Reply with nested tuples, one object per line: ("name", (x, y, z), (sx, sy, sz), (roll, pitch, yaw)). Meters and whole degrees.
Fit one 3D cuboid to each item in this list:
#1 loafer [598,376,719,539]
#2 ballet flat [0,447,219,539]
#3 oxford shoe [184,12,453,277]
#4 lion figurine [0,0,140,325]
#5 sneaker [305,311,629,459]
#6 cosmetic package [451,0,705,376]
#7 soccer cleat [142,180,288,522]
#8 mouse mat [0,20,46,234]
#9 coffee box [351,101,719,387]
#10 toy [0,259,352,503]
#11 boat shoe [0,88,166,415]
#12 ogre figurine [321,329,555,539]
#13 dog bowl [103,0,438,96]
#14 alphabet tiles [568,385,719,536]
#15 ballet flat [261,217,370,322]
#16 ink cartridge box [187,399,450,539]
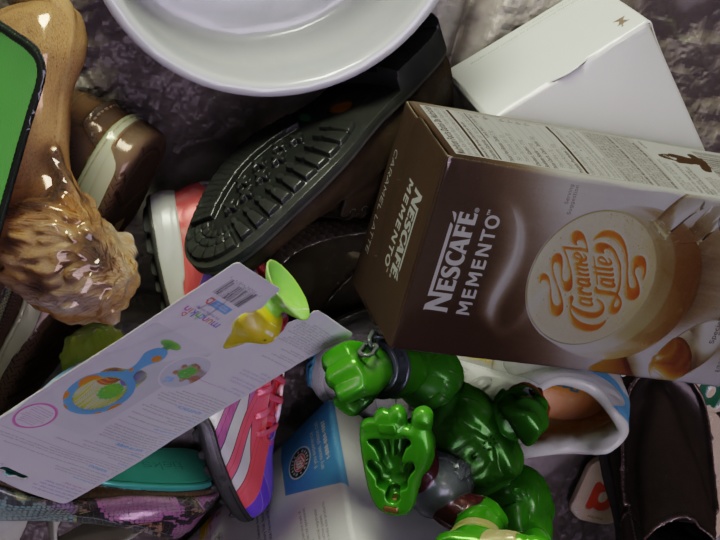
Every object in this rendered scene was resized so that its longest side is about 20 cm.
("loafer", (0.195, 0.149, 1.067), (0.073, 0.071, 0.200), (1, 77, -15))
("ballet flat", (-0.178, 0.132, 1.011), (0.200, 0.069, 0.071), (12, 115, -32))
("oxford shoe", (-0.012, -0.051, 0.935), (0.200, 0.073, 0.085), (-43, 130, -25))
("lion figurine", (-0.166, -0.073, 0.860), (0.072, 0.122, 0.200), (-17, 108, -50))
("sneaker", (0.067, 0.068, 1.044), (0.200, 0.081, 0.077), (4, 115, -8))
("cosmetic package", (0.146, -0.051, 1.008), (0.107, 0.085, 0.200), (-30, 119, -1))
("soccer cleat", (-0.068, 0.046, 0.973), (0.073, 0.068, 0.200), (-13, 104, -2))
("mouse mat", (-0.230, -0.049, 0.871), (0.008, 0.161, 0.200), (-8, 124, -50))
("coffee box", (0.110, -0.012, 0.923), (0.200, 0.080, 0.115), (7, 115, -19))
("toy", (-0.117, 0.051, 0.904), (0.200, 0.047, 0.115), (-28, 149, 18))
("boat shoe", (-0.181, -0.011, 0.954), (0.075, 0.075, 0.203), (33, 108, 8))
("ogre figurine", (0.054, 0.108, 0.959), (0.200, 0.120, 0.098), (37, 116, -3))
("dog bowl", (-0.049, -0.195, 0.884), (0.200, 0.079, 0.201), (-7, 117, -13))
("alphabet tiles", (0.224, 0.089, 1.140), (0.200, 0.015, 0.196), (13, 111, -22))
("ballet flat", (0.000, 0.000, 1.011), (0.200, 0.046, 0.067), (-18, 120, -3))
("ink cartridge box", (-0.022, 0.215, 1.036), (0.146, 0.147, 0.200), (32, 116, -28))
